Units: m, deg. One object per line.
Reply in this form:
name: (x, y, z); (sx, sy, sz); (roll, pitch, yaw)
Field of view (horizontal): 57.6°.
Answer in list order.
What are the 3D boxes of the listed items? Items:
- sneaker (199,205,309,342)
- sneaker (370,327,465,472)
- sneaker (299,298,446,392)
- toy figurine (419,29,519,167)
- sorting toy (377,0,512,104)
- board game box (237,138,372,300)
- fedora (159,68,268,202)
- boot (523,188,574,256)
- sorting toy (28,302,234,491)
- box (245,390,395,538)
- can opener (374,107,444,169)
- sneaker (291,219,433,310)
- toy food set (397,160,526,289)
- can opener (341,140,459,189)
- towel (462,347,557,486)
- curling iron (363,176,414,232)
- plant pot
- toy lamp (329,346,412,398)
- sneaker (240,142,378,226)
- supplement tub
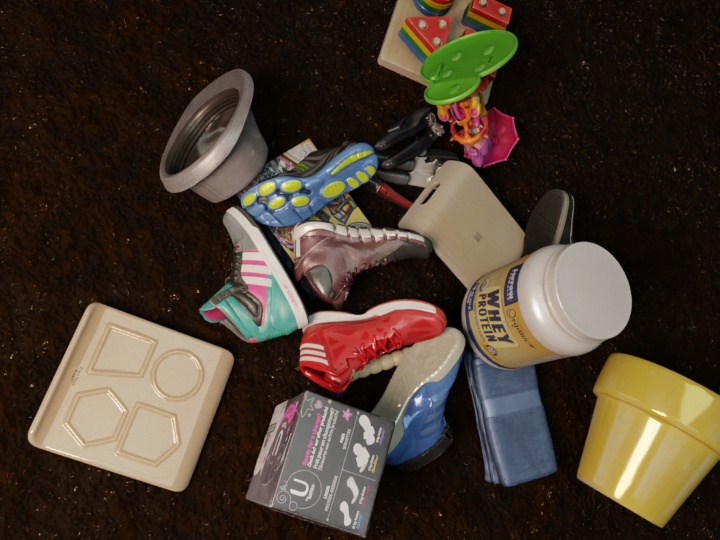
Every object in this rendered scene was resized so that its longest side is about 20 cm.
sneaker: (-0.167, 0.016, 0.881); (0.120, 0.084, 0.201); (-28, 70, -15)
sneaker: (0.094, 0.180, 0.891); (0.111, 0.077, 0.200); (42, 78, -35)
sneaker: (0.014, 0.108, 0.853); (0.199, 0.079, 0.116); (-10, 42, 16)
toy figurine: (0.182, -0.236, 1.009); (0.185, 0.149, 0.201); (64, 38, -36)
sorting toy: (0.153, -0.406, 1.102); (0.198, 0.070, 0.201); (21, 70, -11)
board game box: (-0.073, -0.076, 0.957); (0.135, 0.035, 0.201); (-34, 87, -23)
fedora: (-0.188, -0.170, 0.901); (0.090, 0.176, 0.201); (41, 35, -37)
boot: (0.332, -0.024, 1.015); (0.153, 0.073, 0.205); (0, 111, -21)
sorting toy: (-0.282, 0.159, 0.830); (0.199, 0.036, 0.186); (23, 69, -15)
box: (-0.056, 0.229, 0.786); (0.114, 0.200, 0.133); (21, 69, -12)
can opener: (0.071, -0.191, 0.974); (0.064, 0.078, 0.200); (58, 32, -14)
sneaker: (0.000, 0.000, 0.908); (0.198, 0.076, 0.116); (5, 79, -5)
toy food set: (0.162, -0.048, 1.001); (0.200, 0.060, 0.144); (46, 66, -19)
can opener: (0.061, -0.165, 1.023); (0.199, 0.053, 0.067); (6, 39, -17)
towel: (0.218, 0.205, 0.960); (0.111, 0.049, 0.201); (-5, 75, -22)
curling iron: (0.029, -0.114, 0.987); (0.200, 0.026, 0.050); (38, 71, -16)
plant pot: (0.413, 0.249, 0.942); (0.200, 0.201, 0.190); (30, 84, -7)
toy lamp: (0.049, 0.127, 0.927); (0.199, 0.058, 0.059); (-17, 80, -19)
sneaker: (-0.070, -0.121, 0.918); (0.199, 0.083, 0.071); (-27, 111, -7)
supplement tub: (0.243, 0.049, 0.877); (0.143, 0.200, 0.145); (8, 71, -23)
